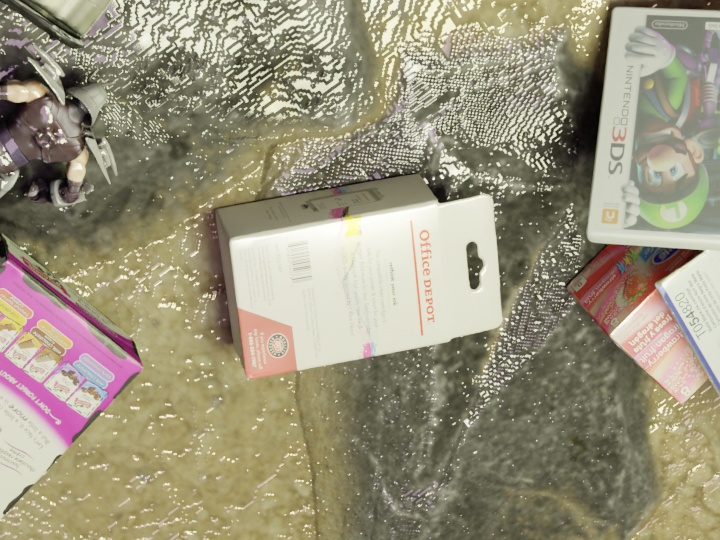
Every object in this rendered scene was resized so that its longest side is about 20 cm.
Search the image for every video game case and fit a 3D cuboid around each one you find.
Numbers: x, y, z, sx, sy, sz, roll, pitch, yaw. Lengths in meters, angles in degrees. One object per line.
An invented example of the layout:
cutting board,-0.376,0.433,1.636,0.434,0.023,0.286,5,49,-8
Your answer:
video game case,0.272,-0.102,1.488,0.199,0.023,0.182,4,74,14

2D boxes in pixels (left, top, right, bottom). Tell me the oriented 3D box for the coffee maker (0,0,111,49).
coffee maker,-0.197,-0.274,1.325,0.192,0.135,0.200,35,94,-34

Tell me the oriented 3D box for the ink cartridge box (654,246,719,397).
ink cartridge box,0.337,0.020,1.537,0.200,0.041,0.200,-33,117,0

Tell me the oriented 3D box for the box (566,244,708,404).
box,0.272,-0.011,1.583,0.200,0.103,0.095,-46,115,5

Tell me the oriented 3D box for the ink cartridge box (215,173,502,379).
ink cartridge box,0.000,0.000,1.533,0.199,0.068,0.117,-10,114,-10

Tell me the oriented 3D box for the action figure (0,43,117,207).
action figure,-0.257,-0.080,1.435,0.200,0.069,0.130,-34,109,-4

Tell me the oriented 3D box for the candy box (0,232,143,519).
candy box,-0.276,0.092,1.499,0.200,0.061,0.136,-46,116,5
